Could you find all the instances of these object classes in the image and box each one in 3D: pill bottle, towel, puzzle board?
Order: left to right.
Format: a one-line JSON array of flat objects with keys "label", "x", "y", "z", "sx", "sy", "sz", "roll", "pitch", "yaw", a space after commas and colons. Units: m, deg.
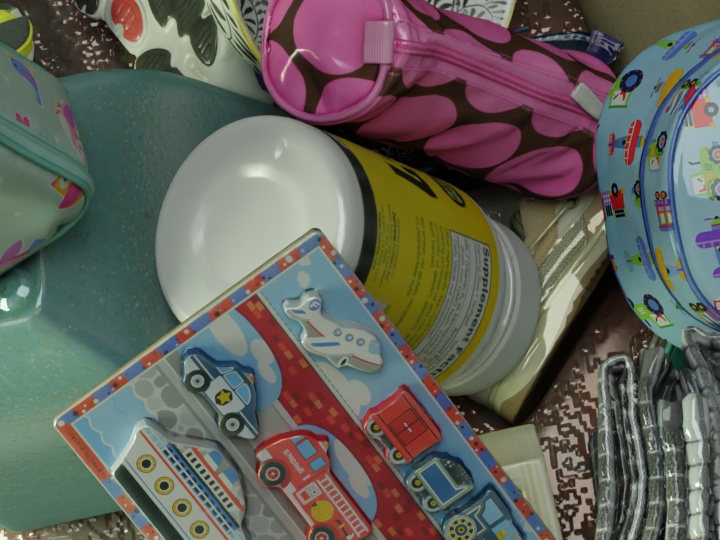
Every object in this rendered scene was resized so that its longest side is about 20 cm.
[{"label": "puzzle board", "x": -0.022, "y": 0.100, "z": 1.377, "sx": 0.150, "sy": 0.017, "sz": 0.200, "roll": -36, "pitch": 109, "yaw": 4}, {"label": "pill bottle", "x": 0.000, "y": 0.000, "z": 1.466, "sx": 0.114, "sy": 0.200, "sz": 0.115, "roll": -8, "pitch": 75, "yaw": 31}, {"label": "towel", "x": 0.151, "y": 0.143, "z": 1.461, "sx": 0.085, "sy": 0.166, "sz": 0.201, "roll": -5, "pitch": 71, "yaw": 9}]

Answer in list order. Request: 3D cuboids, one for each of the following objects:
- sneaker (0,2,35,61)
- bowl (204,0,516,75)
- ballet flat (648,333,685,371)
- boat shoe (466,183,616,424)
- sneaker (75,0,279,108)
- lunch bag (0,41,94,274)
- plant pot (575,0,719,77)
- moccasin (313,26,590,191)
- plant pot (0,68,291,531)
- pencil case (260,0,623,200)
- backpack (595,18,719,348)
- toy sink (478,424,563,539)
[{"label": "sneaker", "x": -0.259, "y": -0.088, "z": 1.631, "sx": 0.199, "sy": 0.085, "sz": 0.075, "roll": -2, "pitch": 35, "yaw": 27}, {"label": "bowl", "x": -0.020, "y": -0.170, "z": 1.540, "sx": 0.094, "sy": 0.200, "sz": 0.202, "roll": -1, "pitch": 65, "yaw": 51}, {"label": "ballet flat", "x": 0.215, "y": -0.020, "z": 1.563, "sx": 0.200, "sy": 0.067, "sz": 0.064, "roll": -47, "pitch": 36, "yaw": 4}, {"label": "boat shoe", "x": 0.108, "y": -0.019, "z": 1.569, "sx": 0.065, "sy": 0.072, "sz": 0.201, "roll": 30, "pitch": 84, "yaw": 15}, {"label": "sneaker", "x": -0.099, "y": -0.148, "z": 1.635, "sx": 0.081, "sy": 0.083, "sz": 0.200, "roll": -50, "pitch": 50, "yaw": 24}, {"label": "lunch bag", "x": -0.233, "y": -0.032, "z": 1.335, "sx": 0.199, "sy": 0.160, "sz": 0.077, "roll": -30, "pitch": 63, "yaw": 17}, {"label": "plant pot", "x": 0.172, "y": -0.201, "z": 1.576, "sx": 0.186, "sy": 0.187, "sz": 0.201, "roll": -5, "pitch": 82, "yaw": 5}, {"label": "moccasin", "x": 0.044, "y": -0.075, "z": 1.594, "sx": 0.199, "sy": 0.068, "sz": 0.081, "roll": -25, "pitch": 71, "yaw": -2}, {"label": "plant pot", "x": -0.154, "y": 0.003, "z": 1.494, "sx": 0.195, "sy": 0.200, "sz": 0.197, "roll": -13, "pitch": 70, "yaw": 24}, {"label": "pencil case", "x": 0.047, "y": -0.092, "z": 1.466, "sx": 0.093, "sy": 0.199, "sz": 0.091, "roll": 20, "pitch": 96, "yaw": 44}, {"label": "backpack", "x": 0.221, "y": -0.044, "z": 1.448, "sx": 0.199, "sy": 0.135, "sz": 0.184, "roll": -9, "pitch": 96, "yaw": -7}, {"label": "toy sink", "x": 0.006, "y": 0.167, "z": 1.473, "sx": 0.199, "sy": 0.112, "sz": 0.131, "roll": -12, "pitch": 96, "yaw": 2}]
